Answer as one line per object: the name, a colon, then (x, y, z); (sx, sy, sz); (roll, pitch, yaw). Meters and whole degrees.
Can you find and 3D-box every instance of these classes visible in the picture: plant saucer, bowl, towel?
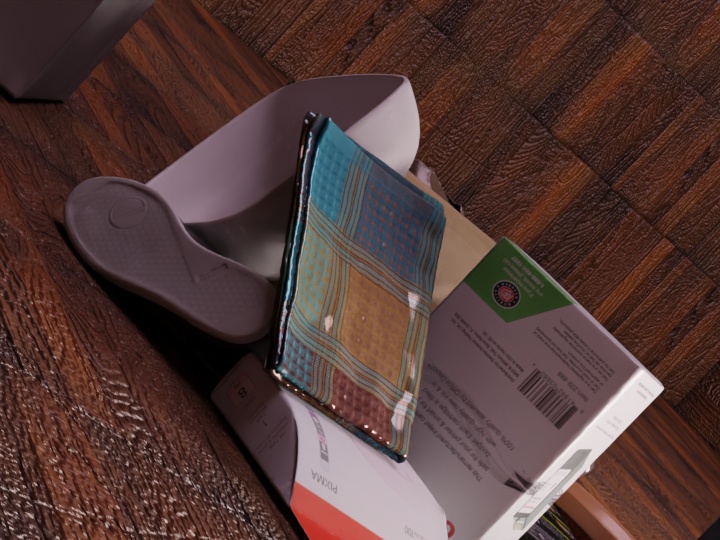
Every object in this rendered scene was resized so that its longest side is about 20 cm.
plant saucer: (0.218, 0.245, 1.899); (0.200, 0.032, 0.200); (48, -6, 7)
bowl: (-0.058, -0.062, 1.564); (0.200, 0.200, 0.075); (6, -49, 57)
towel: (0.000, 0.010, 1.434); (0.147, 0.022, 0.200); (36, 50, -38)

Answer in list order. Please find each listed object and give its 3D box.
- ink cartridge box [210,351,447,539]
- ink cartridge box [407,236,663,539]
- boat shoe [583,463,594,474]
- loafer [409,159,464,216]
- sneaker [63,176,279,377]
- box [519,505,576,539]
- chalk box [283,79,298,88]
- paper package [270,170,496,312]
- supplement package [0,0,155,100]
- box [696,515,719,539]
ink cartridge box: (0.004, 0.151, 1.370); (0.163, 0.057, 0.200); (38, 4, -39)
ink cartridge box: (0.094, 0.101, 1.549); (0.146, 0.200, 0.084); (46, 5, 23)
boat shoe: (0.158, 0.164, 2.001); (0.057, 0.067, 0.200); (57, -16, -8)
loafer: (0.070, -0.028, 1.828); (0.073, 0.071, 0.200); (16, -20, 26)
sneaker: (-0.122, 0.013, 1.463); (0.200, 0.071, 0.099); (33, -18, 30)
box: (0.096, 0.182, 1.719); (0.200, 0.048, 0.193); (40, 5, -15)
chalk box: (-0.033, -0.076, 1.906); (0.124, 0.200, 0.124); (35, 11, -50)
paper package: (0.000, 0.000, 1.721); (0.191, 0.104, 0.200); (37, -21, -32)
supplement package: (-0.256, -0.259, 1.795); (0.147, 0.191, 0.200); (42, 6, 1)
box: (0.333, 0.292, 1.731); (0.198, 0.200, 0.123); (36, 10, -49)
